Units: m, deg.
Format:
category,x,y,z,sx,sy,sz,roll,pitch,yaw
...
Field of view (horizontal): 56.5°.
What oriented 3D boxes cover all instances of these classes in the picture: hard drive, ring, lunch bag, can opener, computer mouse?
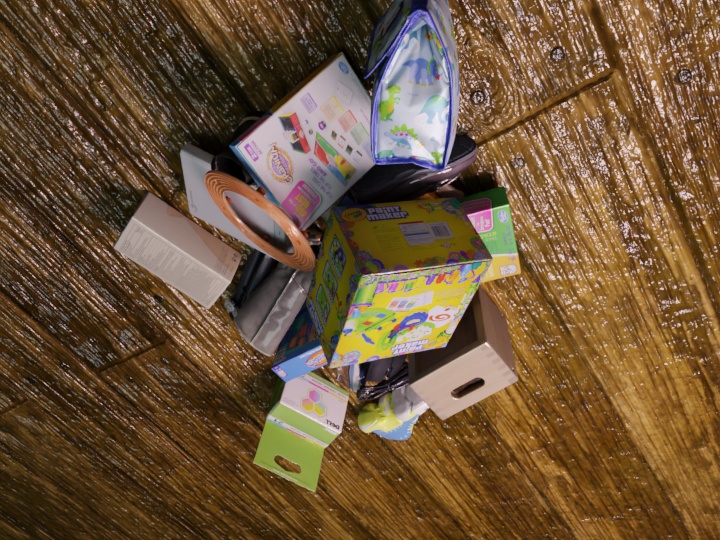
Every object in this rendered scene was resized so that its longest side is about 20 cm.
category,x,y,z,sx,sy,sz,roll,pitch,yaw
hard drive,-0.191,-0.103,1.045,0.196,0.027,0.134,27,140,18
ring,-0.140,-0.072,0.948,0.198,0.019,0.201,34,162,13
lunch bag,0.069,-0.259,0.842,0.123,0.173,0.204,6,132,2
can opener,-0.197,0.023,1.219,0.063,0.078,0.203,44,133,25
computer mouse,0.055,0.157,1.240,0.135,0.053,0.205,-19,126,-22

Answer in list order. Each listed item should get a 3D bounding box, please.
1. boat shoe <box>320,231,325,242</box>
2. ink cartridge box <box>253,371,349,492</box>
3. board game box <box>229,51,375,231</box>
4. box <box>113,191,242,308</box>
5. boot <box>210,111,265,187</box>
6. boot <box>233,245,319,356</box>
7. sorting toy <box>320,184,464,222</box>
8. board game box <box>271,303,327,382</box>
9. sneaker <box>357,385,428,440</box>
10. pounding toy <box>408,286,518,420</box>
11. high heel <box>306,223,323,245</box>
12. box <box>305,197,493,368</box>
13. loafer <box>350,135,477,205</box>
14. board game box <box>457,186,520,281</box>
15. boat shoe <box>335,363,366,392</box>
category,x,y,z,sx,sy,sz,roll,pitch,yaw
boat shoe,0.000,0.000,1.090,0.064,0.072,0.202,-37,123,-5
ink cartridge box,-0.113,0.310,1.336,0.145,0.203,0.076,29,130,-14
board game box,-0.061,-0.176,0.934,0.199,0.040,0.154,-43,115,-12
box,-0.318,-0.033,1.175,0.198,0.079,0.095,36,128,-18
boot,-0.108,-0.149,0.978,0.195,0.140,0.079,17,130,7
boot,-0.112,0.066,1.144,0.181,0.072,0.202,41,102,24
sorting toy,0.039,-0.102,1.068,0.196,0.037,0.186,28,129,-12
board game box,-0.058,0.094,1.177,0.197,0.154,0.045,-28,121,31
sneaker,0.091,0.292,1.373,0.104,0.077,0.198,34,137,-32
pounding toy,0.166,0.153,1.174,0.198,0.186,0.142,-33,117,24
high heel,-0.138,-0.118,1.067,0.195,0.072,0.144,22,138,6
box,0.046,0.017,0.933,0.195,0.124,0.195,-7,140,-26
loafer,0.081,-0.137,0.989,0.195,0.073,0.064,-21,134,-1
board game box,0.144,-0.038,1.053,0.194,0.041,0.155,-14,135,12
boat shoe,-0.028,0.153,1.273,0.070,0.073,0.204,9,128,14
